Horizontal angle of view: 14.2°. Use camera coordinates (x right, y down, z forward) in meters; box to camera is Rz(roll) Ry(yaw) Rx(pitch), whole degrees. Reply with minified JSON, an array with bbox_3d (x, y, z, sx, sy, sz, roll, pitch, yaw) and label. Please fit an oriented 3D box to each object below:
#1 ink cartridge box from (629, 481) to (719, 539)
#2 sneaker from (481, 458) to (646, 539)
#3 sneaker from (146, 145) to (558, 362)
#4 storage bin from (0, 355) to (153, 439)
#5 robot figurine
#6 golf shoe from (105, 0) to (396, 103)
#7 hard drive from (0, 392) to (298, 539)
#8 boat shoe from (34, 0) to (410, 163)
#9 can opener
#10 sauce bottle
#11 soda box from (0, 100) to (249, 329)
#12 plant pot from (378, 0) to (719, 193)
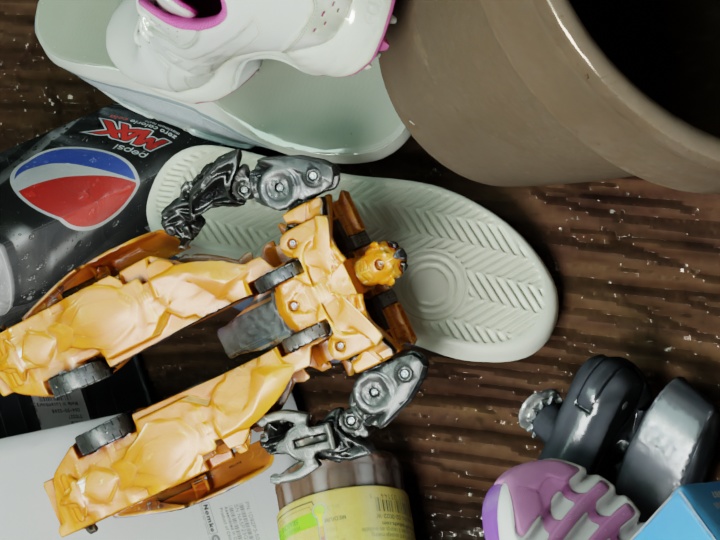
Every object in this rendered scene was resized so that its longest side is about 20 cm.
[{"bbox_3d":[0.194,0.182,1.128,0.085,0.144,0.200,-50,61,26],"label":"ink cartridge box"},{"bbox_3d":[0.101,0.176,1.224,0.088,0.080,0.201,-24,98,51],"label":"sneaker"},{"bbox_3d":[0.000,0.000,1.341,0.199,0.085,0.075,20,70,16],"label":"sneaker"},{"bbox_3d":[-0.176,0.088,1.429,0.094,0.135,0.201,-29,72,35],"label":"storage bin"},{"bbox_3d":[-0.065,0.032,1.277,0.199,0.058,0.146,-25,89,17],"label":"robot figurine"},{"bbox_3d":[-0.066,-0.121,1.241,0.200,0.091,0.076,-7,70,54],"label":"golf shoe"},{"bbox_3d":[-0.107,0.133,1.341,0.026,0.199,0.133,-45,60,60],"label":"hard drive"},{"bbox_3d":[-0.056,-0.094,1.355,0.200,0.071,0.070,18,82,23],"label":"boat shoe"},{"bbox_3d":[0.083,0.126,1.269,0.079,0.063,0.201,40,113,34],"label":"can opener"},{"bbox_3d":[0.003,0.183,1.311,0.065,0.065,0.201,-26,62,35],"label":"sauce bottle"},{"bbox_3d":[-0.145,-0.019,1.362,0.063,0.199,0.071,32,134,33],"label":"soda box"},{"bbox_3d":[0.099,-0.113,1.203,0.174,0.199,0.201,-27,72,55],"label":"plant pot"}]
